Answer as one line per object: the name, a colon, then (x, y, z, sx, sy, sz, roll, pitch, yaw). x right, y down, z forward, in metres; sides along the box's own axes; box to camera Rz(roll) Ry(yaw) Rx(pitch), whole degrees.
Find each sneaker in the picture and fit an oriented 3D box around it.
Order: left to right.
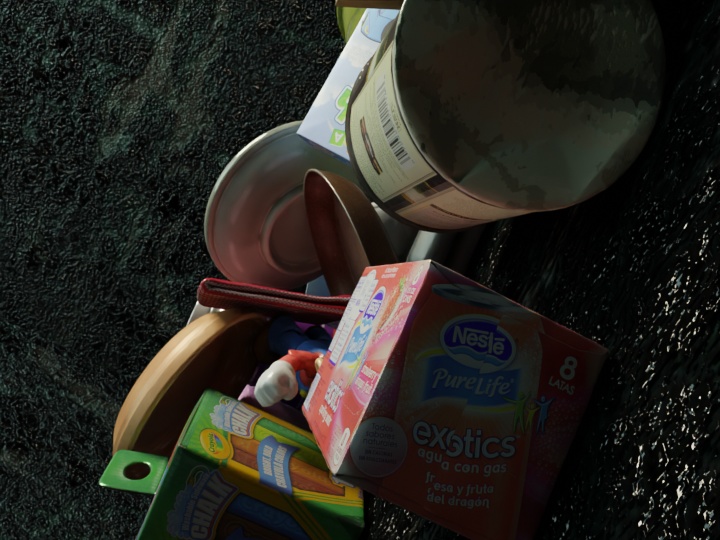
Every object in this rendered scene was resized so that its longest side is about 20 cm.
sneaker: (0.043, -0.027, 0.893, 0.099, 0.078, 0.200, -38, -11, -15)

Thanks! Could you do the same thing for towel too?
towel: (-0.090, 0.030, 0.851, 0.200, 0.142, 0.023, 155, 124, -77)

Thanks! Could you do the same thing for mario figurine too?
mario figurine: (-0.038, 0.108, 0.760, 0.200, 0.121, 0.108, -151, 48, -64)

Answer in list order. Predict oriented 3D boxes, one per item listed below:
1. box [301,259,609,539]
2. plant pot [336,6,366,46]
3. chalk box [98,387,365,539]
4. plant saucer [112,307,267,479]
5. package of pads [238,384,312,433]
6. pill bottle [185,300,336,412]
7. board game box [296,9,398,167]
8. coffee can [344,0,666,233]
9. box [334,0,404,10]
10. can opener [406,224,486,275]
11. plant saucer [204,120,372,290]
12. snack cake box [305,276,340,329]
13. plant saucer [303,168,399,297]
box: (0.036, 0.060, 0.457, 0.104, 0.093, 0.200, -66, 7, -5)
plant pot: (0.063, -0.193, 0.882, 0.201, 0.196, 0.193, 125, 156, -55)
chalk box: (-0.108, 0.187, 0.695, 0.126, 0.197, 0.125, -63, 7, 13)
plant saucer: (-0.164, 0.115, 0.813, 0.201, 0.037, 0.201, -50, -15, -18)
package of pads: (-0.105, 0.225, 0.878, 0.076, 0.119, 0.202, -58, 9, 42)
pill bottle: (-0.103, 0.095, 0.989, 0.114, 0.197, 0.113, -62, 7, 14)
board game box: (0.053, -0.174, 0.764, 0.202, 0.150, 0.037, -61, -27, 0)
coffee can: (0.073, -0.102, 0.525, 0.149, 0.144, 0.200, -65, 7, -4)
box: (0.088, -0.189, 0.533, 0.163, 0.196, 0.022, -178, 88, -83)
can opener: (0.070, -0.005, 0.676, 0.066, 0.052, 0.203, 13, 78, 48)
plant saucer: (-0.060, -0.052, 0.883, 0.050, 0.198, 0.202, 47, 118, 42)
snack cake box: (-0.032, 0.005, 1.131, 0.116, 0.066, 0.203, -81, 3, -58)
plant saucer: (0.000, 0.000, 0.783, 0.034, 0.203, 0.200, -21, -4, -14)
